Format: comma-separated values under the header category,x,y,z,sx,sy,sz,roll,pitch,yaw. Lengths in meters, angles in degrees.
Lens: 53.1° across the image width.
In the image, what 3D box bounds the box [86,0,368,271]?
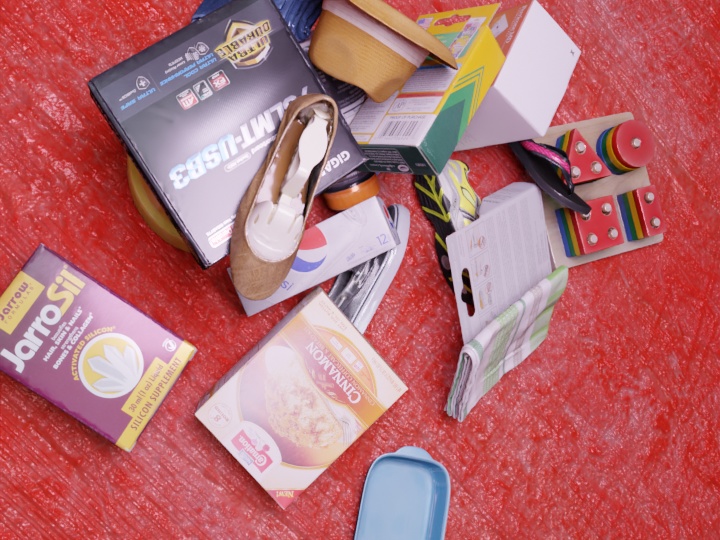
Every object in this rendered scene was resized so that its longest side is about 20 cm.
category,x,y,z,sx,sy,sz,roll,pitch,yaw
box,-0.124,-0.138,0.698,0.198,0.050,0.201,-34,94,-17

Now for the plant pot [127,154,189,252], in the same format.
category,x,y,z,sx,sy,sz,roll,pitch,yaw
plant pot,-0.161,-0.128,0.808,0.196,0.189,0.206,2,84,-17

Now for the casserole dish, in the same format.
category,x,y,z,sx,sy,sz,roll,pitch,yaw
casserole dish,0.046,0.324,0.908,0.119,0.039,0.204,13,80,-16

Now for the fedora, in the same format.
category,x,y,z,sx,sy,sz,roll,pitch,yaw
fedora,0.005,-0.224,0.721,0.198,0.201,0.083,28,104,-13

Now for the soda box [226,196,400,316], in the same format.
category,x,y,z,sx,sy,sz,roll,pitch,yaw
soda box,-0.054,-0.018,0.852,0.197,0.068,0.064,-25,92,9

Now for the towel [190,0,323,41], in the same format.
category,x,y,z,sx,sy,sz,roll,pitch,yaw
towel,-0.112,-0.318,0.841,0.048,0.198,0.113,42,73,-42

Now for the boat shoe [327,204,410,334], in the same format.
category,x,y,z,sx,sy,sz,roll,pitch,yaw
boat shoe,0.000,0.000,0.908,0.070,0.072,0.203,27,79,-18

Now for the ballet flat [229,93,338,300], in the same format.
category,x,y,z,sx,sy,sz,roll,pitch,yaw
ballet flat,-0.064,-0.072,0.649,0.067,0.072,0.203,25,79,-17

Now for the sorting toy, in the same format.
category,x,y,z,sx,sy,sz,roll,pitch,yaw
sorting toy,0.348,-0.122,1.036,0.196,0.069,0.203,-14,89,-18

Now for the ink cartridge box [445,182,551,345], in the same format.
category,x,y,z,sx,sy,sz,roll,pitch,yaw
ink cartridge box,0.171,-0.006,0.926,0.198,0.057,0.166,-26,112,-33

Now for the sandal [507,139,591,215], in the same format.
category,x,y,z,sx,sy,sz,roll,pitch,yaw
sandal,0.244,-0.155,0.964,0.074,0.045,0.202,6,44,-48

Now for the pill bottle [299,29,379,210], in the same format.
category,x,y,z,sx,sy,sz,roll,pitch,yaw
pill bottle,-0.036,-0.177,0.860,0.105,0.106,0.203,-27,115,-19

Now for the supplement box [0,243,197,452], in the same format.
category,x,y,z,sx,sy,sz,roll,pitch,yaw
supplement box,-0.296,0.084,0.786,0.198,0.103,0.132,35,76,-11

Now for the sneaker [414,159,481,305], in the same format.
category,x,y,z,sx,sy,sz,roll,pitch,yaw
sneaker,0.141,-0.054,0.960,0.075,0.075,0.204,-19,96,-28

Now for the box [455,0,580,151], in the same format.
category,x,y,z,sx,sy,sz,roll,pitch,yaw
box,0.155,-0.235,0.908,0.097,0.199,0.126,34,75,-28

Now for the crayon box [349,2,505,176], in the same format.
category,x,y,z,sx,sy,sz,roll,pitch,yaw
crayon box,0.075,-0.200,0.801,0.052,0.124,0.202,45,68,-38

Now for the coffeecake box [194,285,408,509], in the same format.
category,x,y,z,sx,sy,sz,roll,pitch,yaw
coffeecake box,-0.069,0.145,0.846,0.200,0.073,0.154,-43,98,-2

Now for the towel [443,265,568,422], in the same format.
category,x,y,z,sx,sy,sz,roll,pitch,yaw
towel,0.189,0.094,0.912,0.199,0.151,0.031,-34,59,-29
